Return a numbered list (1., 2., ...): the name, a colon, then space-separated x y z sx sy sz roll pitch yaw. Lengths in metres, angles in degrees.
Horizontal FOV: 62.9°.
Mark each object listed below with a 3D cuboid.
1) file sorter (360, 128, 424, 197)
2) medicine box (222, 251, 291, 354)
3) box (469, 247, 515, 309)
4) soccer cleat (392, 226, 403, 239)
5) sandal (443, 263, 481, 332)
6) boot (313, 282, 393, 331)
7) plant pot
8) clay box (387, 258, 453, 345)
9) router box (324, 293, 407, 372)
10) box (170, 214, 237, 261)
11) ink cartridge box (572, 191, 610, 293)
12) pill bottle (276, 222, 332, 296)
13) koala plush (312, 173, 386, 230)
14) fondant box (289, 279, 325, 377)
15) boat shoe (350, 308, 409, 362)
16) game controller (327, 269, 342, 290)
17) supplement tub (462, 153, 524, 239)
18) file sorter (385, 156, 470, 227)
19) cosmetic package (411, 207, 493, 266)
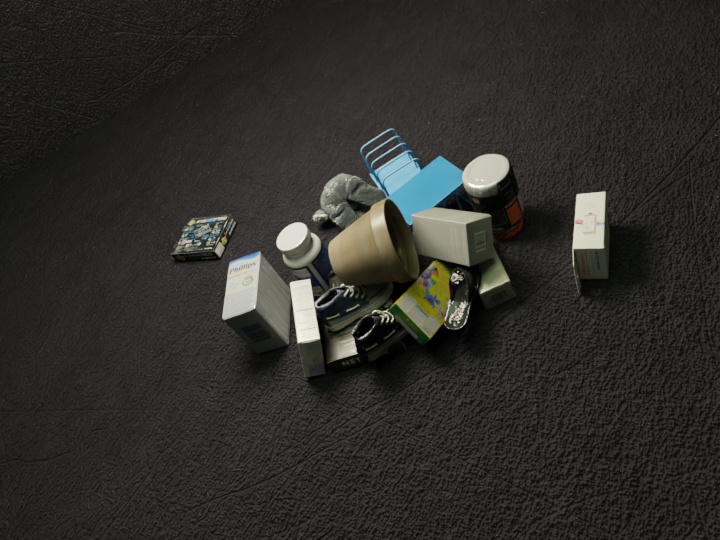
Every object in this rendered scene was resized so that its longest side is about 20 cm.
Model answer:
1. file sorter: 0.101 -0.307 1.753 0.138 0.123 0.201 -32 45 3
2. medicine box: -0.276 0.088 1.596 0.102 0.183 0.202 -18 47 15
3. box: 0.301 -0.011 1.429 0.081 0.069 0.201 -23 45 11
4. soccer cleat: 0.083 -0.094 1.570 0.068 0.200 0.073 -36 82 -6
5. sandal: 0.232 0.043 1.348 0.075 0.048 0.202 -7 52 30
6. boot: -0.015 0.066 1.452 0.199 0.091 0.073 -35 39 -4
7. plant pot: 0.024 -0.045 1.397 0.172 0.200 0.202 -21 46 19
8. clay box: 0.167 0.067 1.385 0.115 0.048 0.200 45 54 3
9. router box: 0.008 0.155 1.469 0.198 0.051 0.150 -18 47 14
10. box: -0.536 -0.110 2.009 0.198 0.046 0.160 -3 52 28
11. ink cartridge box: 0.517 -0.061 1.312 0.067 0.117 0.202 -1 54 28
12. pill bottle: -0.141 -0.030 1.605 0.114 0.201 0.117 -15 47 17
13. koala plush: -0.059 -0.203 1.738 0.179 0.183 0.200 -59 27 -4
14. fondant box: -0.134 0.145 1.490 0.057 0.145 0.201 -9 46 -4
15. boat shoe: 0.063 0.120 1.369 0.200 0.093 0.074 -44 50 -16
16. game controller: 0.000 0.000 1.530 0.199 0.042 0.105 -29 51 20
17. supplement tub: 0.334 -0.177 1.454 0.121 0.201 0.124 -16 47 17
18. file sorter: 0.193 -0.178 1.581 0.199 0.123 0.139 -39 45 -4
19. cosmetic package: 0.216 -0.084 1.401 0.089 0.108 0.199 -19 22 -27
